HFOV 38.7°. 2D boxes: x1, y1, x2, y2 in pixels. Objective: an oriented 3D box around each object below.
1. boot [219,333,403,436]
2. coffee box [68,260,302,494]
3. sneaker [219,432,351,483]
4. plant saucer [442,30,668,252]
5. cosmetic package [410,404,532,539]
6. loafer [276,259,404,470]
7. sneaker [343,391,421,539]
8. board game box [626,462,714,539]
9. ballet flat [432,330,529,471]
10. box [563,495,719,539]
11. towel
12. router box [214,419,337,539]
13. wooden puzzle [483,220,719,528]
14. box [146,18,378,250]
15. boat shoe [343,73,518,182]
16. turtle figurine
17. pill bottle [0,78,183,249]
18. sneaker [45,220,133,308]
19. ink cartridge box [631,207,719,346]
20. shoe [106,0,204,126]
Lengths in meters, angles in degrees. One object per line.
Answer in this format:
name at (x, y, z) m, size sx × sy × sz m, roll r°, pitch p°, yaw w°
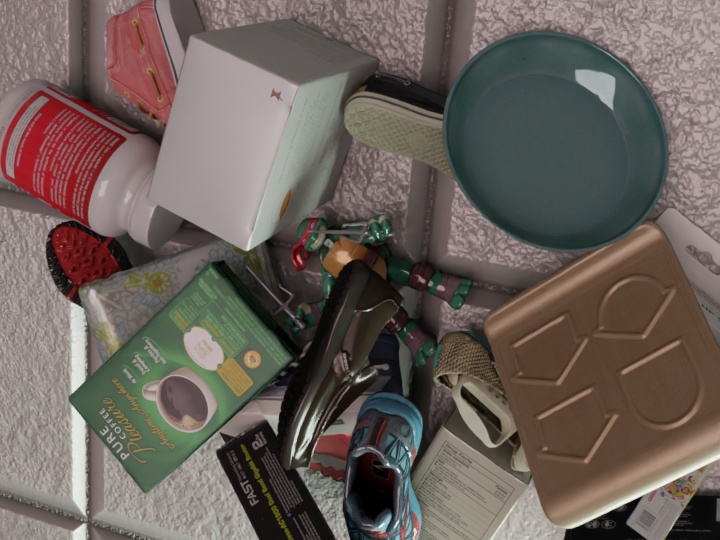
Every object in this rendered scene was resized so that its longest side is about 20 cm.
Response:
boot at (-0.054, 0.115, 1.033) m, size 0.196 × 0.092 × 0.073 m, roll -3°, pitch 149°, yaw 3°
coffee box at (-0.167, 0.100, 0.973) m, size 0.200 × 0.044 × 0.123 m, roll -44°, pitch 88°, yaw 9°
sneaker at (-0.052, 0.163, 1.084) m, size 0.197 × 0.074 × 0.088 m, roll 10°, pitch 99°, yaw 11°
plant saucer at (0.163, -0.106, 0.876) m, size 0.196 × 0.036 × 0.203 m, roll 2°, pitch 73°, yaw -7°
cosmetic package at (0.088, 0.246, 1.042) m, size 0.103 × 0.073 × 0.202 m, roll 34°, pitch 114°, yaw 10°
loafer at (-0.017, 0.094, 0.922) m, size 0.070 × 0.073 × 0.202 m, roll 22°, pitch 98°, yaw -13°
sneaker at (0.009, 0.218, 0.959) m, size 0.078 × 0.096 × 0.203 m, roll 7°, pitch 117°, yaw 16°
board game box at (0.309, 0.129, 0.885) m, size 0.034 × 0.134 × 0.202 m, roll 33°, pitch 116°, yaw 21°
ballet flat at (0.141, 0.142, 0.965) m, size 0.199 × 0.076 × 0.068 m, roll 40°, pitch 140°, yaw -12°
box at (0.292, 0.289, 0.942) m, size 0.197 × 0.132 × 0.117 m, roll -4°, pitch 110°, yaw 22°
towel at (-0.166, 0.064, 1.046) m, size 0.197 × 0.048 × 0.174 m, roll -20°, pitch 103°, yaw -16°
router box at (-0.054, 0.261, 0.969) m, size 0.062 × 0.200 × 0.151 m, roll -31°, pitch 134°, yaw -9°
wooden puzzle at (0.210, 0.088, 0.854) m, size 0.184 × 0.046 × 0.202 m, roll -33°, pitch 55°, yaw 25°
box at (-0.083, -0.130, 0.925) m, size 0.105 × 0.200 × 0.154 m, roll 26°, pitch 113°, yaw 12°
boat shoe at (0.082, -0.126, 0.935) m, size 0.197 × 0.063 × 0.075 m, roll 21°, pitch 140°, yaw -2°
turtle figurine at (0.000, 0.000, 0.989) m, size 0.198 × 0.101 × 0.151 m, roll 30°, pitch 122°, yaw -4°
pill bottle at (-0.275, -0.106, 1.056) m, size 0.198 × 0.112 × 0.113 m, roll 29°, pitch 114°, yaw 12°
sneaker at (-0.262, 0.034, 1.102) m, size 0.200 × 0.079 × 0.095 m, roll 45°, pitch 160°, yaw -4°
ink cartridge box at (0.254, 0.058, 0.923) m, size 0.115 × 0.067 × 0.201 m, roll 38°, pitch 116°, yaw 8°
shoe at (-0.190, -0.172, 1.030) m, size 0.090 × 0.071 × 0.203 m, roll -14°, pitch 95°, yaw 26°
